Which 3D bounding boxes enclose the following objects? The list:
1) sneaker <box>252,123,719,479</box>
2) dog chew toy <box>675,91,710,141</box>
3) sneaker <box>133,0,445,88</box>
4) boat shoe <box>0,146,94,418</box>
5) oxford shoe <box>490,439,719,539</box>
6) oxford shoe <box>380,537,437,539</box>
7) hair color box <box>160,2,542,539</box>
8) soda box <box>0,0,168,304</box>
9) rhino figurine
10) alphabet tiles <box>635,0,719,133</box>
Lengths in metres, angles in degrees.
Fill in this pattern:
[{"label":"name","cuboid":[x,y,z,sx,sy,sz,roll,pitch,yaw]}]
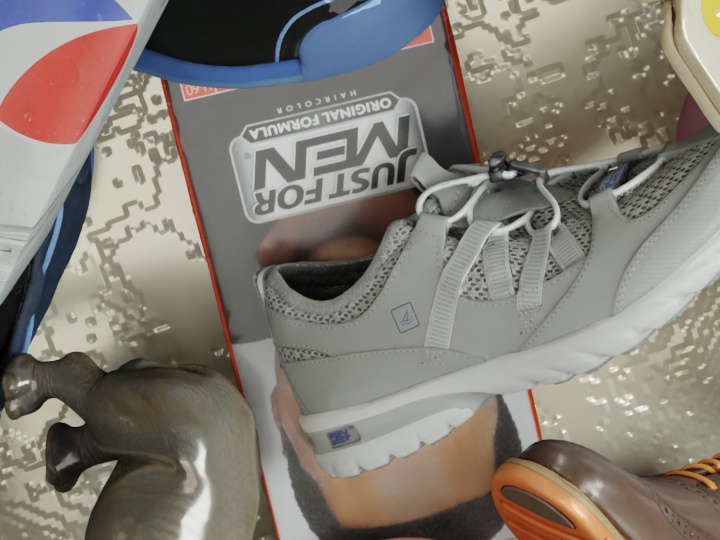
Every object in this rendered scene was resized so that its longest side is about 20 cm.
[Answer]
[{"label":"sneaker","cuboid":[0.048,-0.006,0.905,0.200,0.075,0.082,-30,97,24]},{"label":"dog chew toy","cuboid":[0.189,0.002,0.973,0.124,0.125,0.200,-27,111,5]},{"label":"sneaker","cuboid":[-0.073,-0.112,0.924,0.199,0.070,0.078,5,140,19]},{"label":"boat shoe","cuboid":[-0.159,0.032,0.994,0.084,0.069,0.201,21,103,-6]},{"label":"oxford shoe","cuboid":[0.113,0.087,0.983,0.200,0.071,0.073,34,82,-51]},{"label":"oxford shoe","cuboid":[-0.039,0.162,0.997,0.071,0.074,0.200,29,133,-34]},{"label":"hair color box","cuboid":[0.000,0.000,0.994,0.101,0.061,0.201,-14,105,2]},{"label":"soda box","cuboid":[-0.095,-0.083,0.874,0.063,0.068,0.200,30,120,-2]},{"label":"rhino figurine","cuboid":[-0.071,0.125,0.956,0.087,0.060,0.201,-6,81,20]},{"label":"alphabet tiles","cuboid":[0.144,-0.130,0.875,0.200,0.015,0.196,-43,104,-34]}]
